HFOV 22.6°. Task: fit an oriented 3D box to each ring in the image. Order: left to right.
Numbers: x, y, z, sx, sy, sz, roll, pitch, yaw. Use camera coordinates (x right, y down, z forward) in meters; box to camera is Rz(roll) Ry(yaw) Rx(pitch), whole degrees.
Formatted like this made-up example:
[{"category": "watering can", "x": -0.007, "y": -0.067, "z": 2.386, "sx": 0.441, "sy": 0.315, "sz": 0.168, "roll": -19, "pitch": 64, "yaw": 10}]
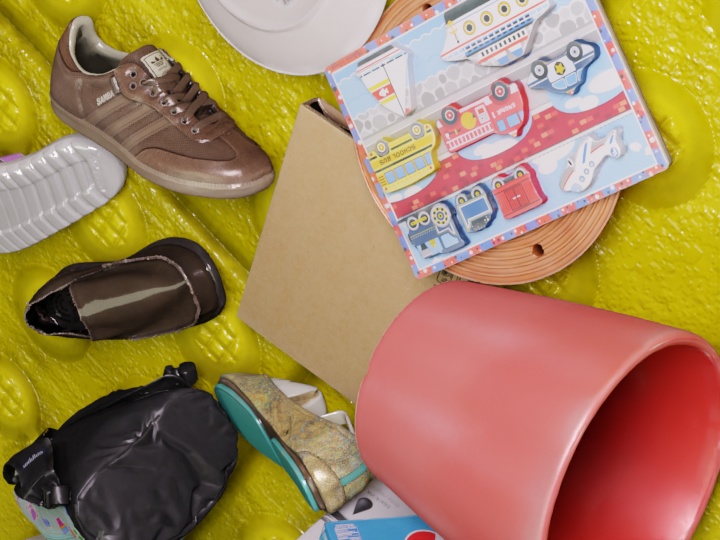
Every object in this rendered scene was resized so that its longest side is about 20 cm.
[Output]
[{"category": "ring", "x": 0.080, "y": -0.089, "z": 1.133, "sx": 0.199, "sy": 0.019, "sz": 0.202, "roll": 12, "pitch": 112, "yaw": 31}]

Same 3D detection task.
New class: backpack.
[{"category": "backpack", "x": -0.194, "y": 0.168, "z": 1.416, "sx": 0.127, "sy": 0.167, "sz": 0.200, "roll": 58, "pitch": 150, "yaw": -10}]

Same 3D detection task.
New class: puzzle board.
[{"category": "puzzle board", "x": 0.078, "y": -0.095, "z": 1.110, "sx": 0.199, "sy": 0.017, "sz": 0.151, "roll": -25, "pitch": 91, "yaw": 37}]

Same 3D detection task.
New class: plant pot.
[{"category": "plant pot", "x": 0.106, "y": 0.101, "z": 1.132, "sx": 0.177, "sy": 0.200, "sz": 0.202, "roll": 26, "pitch": 128, "yaw": 38}]

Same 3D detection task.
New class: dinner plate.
[{"category": "dinner plate", "x": -0.060, "y": -0.223, "z": 1.168, "sx": 0.199, "sy": 0.024, "sz": 0.201, "roll": 20, "pitch": 122, "yaw": 36}]

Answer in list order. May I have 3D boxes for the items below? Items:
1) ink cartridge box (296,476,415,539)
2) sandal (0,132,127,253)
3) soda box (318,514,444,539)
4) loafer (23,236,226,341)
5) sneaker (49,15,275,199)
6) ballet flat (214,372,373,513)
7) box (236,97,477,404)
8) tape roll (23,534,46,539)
[{"category": "ink cartridge box", "x": 0.015, "y": 0.241, "z": 1.259, "sx": 0.146, "sy": 0.200, "sz": 0.086, "roll": 35, "pitch": 131, "yaw": 17}, {"category": "sandal", "x": -0.260, "y": -0.064, "z": 1.420, "sx": 0.202, "sy": 0.050, "sz": 0.083, "roll": -12, "pitch": 121, "yaw": 29}, {"category": "soda box", "x": 0.068, "y": 0.205, "z": 1.200, "sx": 0.064, "sy": 0.199, "sz": 0.068, "roll": -113, "pitch": 31, "yaw": -44}, {"category": "loafer", "x": -0.184, "y": 0.028, "z": 1.389, "sx": 0.199, "sy": 0.071, "sz": 0.073, "roll": -13, "pitch": 106, "yaw": 42}, {"category": "sneaker", "x": -0.146, "y": -0.116, "z": 1.279, "sx": 0.199, "sy": 0.070, "sz": 0.076, "roll": 25, "pitch": 126, "yaw": 25}, {"category": "ballet flat", "x": -0.044, "y": 0.116, "z": 1.322, "sx": 0.200, "sy": 0.070, "sz": 0.071, "roll": 35, "pitch": 140, "yaw": 60}, {"category": "box", "x": 0.000, "y": 0.000, "z": 1.260, "sx": 0.163, "sy": 0.021, "sz": 0.201, "roll": 35, "pitch": 131, "yaw": 18}, {"category": "tape roll", "x": -0.271, "y": 0.328, "z": 1.536, "sx": 0.202, "sy": 0.202, "sz": 0.140, "roll": -3, "pitch": 112, "yaw": 39}]
